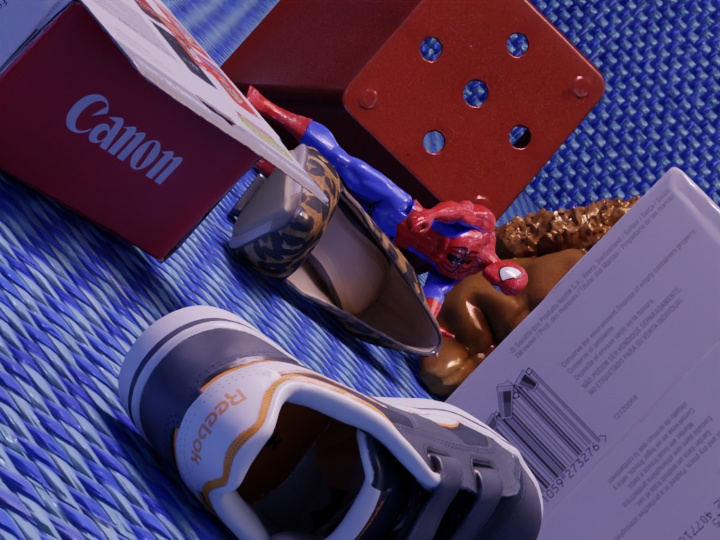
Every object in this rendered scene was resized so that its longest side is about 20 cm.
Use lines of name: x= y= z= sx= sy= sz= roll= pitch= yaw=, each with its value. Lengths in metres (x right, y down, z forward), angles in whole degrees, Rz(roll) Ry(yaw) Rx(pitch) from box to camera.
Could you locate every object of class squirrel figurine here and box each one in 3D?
squirrel figurine: x=0.148 y=0.010 z=1.784 sx=0.142 sy=0.186 sz=0.200 roll=44 pitch=25 yaw=-26

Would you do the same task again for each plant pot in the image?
plant pot: x=0.049 y=-0.122 z=1.931 sx=0.200 sy=0.200 sz=0.176 roll=43 pitch=-8 yaw=-17

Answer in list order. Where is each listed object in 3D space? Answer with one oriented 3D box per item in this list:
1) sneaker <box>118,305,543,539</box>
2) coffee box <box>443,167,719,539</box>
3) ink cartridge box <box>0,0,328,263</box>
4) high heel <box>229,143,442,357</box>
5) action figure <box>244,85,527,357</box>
sneaker: x=0.003 y=0.083 z=1.048 sx=0.200 sy=0.079 sz=0.079 roll=26 pitch=13 yaw=-39
coffee box: x=0.180 y=0.107 z=1.479 sx=0.200 sy=0.200 sz=0.198 roll=48 pitch=6 yaw=25
ink cartridge box: x=-0.125 y=-0.083 z=1.243 sx=0.176 sy=0.084 sz=0.200 roll=48 pitch=7 yaw=27
high heel: x=0.000 y=0.000 z=1.564 sx=0.142 sy=0.071 sz=0.200 roll=38 pitch=-2 yaw=-6
action figure: x=0.007 y=-0.025 z=1.689 sx=0.199 sy=0.065 sz=0.099 roll=26 pitch=27 yaw=-7
